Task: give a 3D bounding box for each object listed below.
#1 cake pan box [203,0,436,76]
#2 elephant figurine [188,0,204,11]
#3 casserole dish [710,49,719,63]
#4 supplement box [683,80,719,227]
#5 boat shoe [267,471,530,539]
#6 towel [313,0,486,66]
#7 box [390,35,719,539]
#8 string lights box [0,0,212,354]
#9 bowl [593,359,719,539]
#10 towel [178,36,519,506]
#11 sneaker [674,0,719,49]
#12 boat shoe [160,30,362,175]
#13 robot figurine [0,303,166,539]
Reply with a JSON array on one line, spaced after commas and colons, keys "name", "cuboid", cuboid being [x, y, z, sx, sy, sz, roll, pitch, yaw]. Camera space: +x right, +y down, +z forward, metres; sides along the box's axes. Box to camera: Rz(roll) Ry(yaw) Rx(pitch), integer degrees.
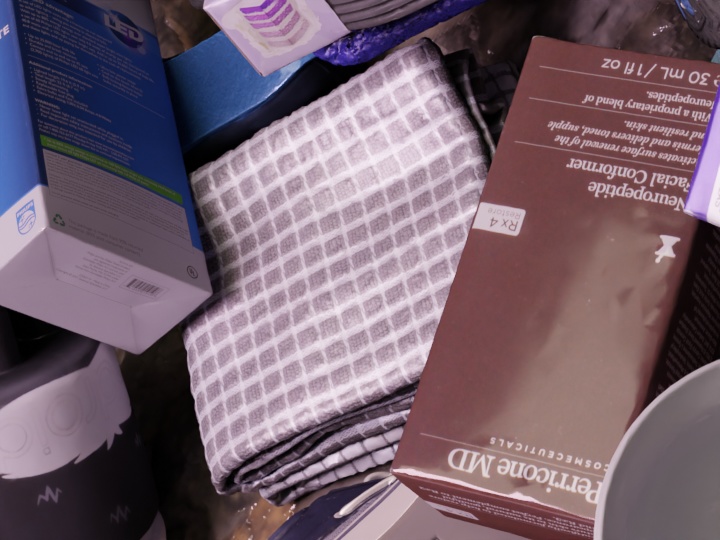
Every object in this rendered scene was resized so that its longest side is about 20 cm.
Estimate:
[{"name": "cake pan box", "cuboid": [0.026, -0.191, 1.040, 0.184, 0.052, 0.200, -26, 34, 27]}, {"name": "elephant figurine", "cuboid": [-0.125, -0.223, 1.224, 0.142, 0.155, 0.200, -51, 46, -3]}, {"name": "casserole dish", "cuboid": [0.241, -0.092, 0.982, 0.200, 0.039, 0.122, -16, 64, 33]}, {"name": "supplement box", "cuboid": [0.242, -0.039, 0.880, 0.200, 0.103, 0.101, 23, 107, 30]}, {"name": "boat shoe", "cuboid": [0.031, 0.105, 1.055, 0.200, 0.075, 0.093, -35, 21, -1]}, {"name": "towel", "cuboid": [0.047, -0.195, 1.110, 0.147, 0.050, 0.200, -25, 33, 37]}, {"name": "box", "cuboid": [0.095, 0.010, 0.964, 0.100, 0.075, 0.201, 11, 76, 27]}, {"name": "string lights box", "cuboid": [-0.142, -0.067, 1.134, 0.059, 0.103, 0.200, -39, 47, 29]}, {"name": "bowl", "cuboid": [0.177, 0.134, 0.885, 0.090, 0.200, 0.202, 106, 153, -56]}, {"name": "towel", "cuboid": [0.000, 0.000, 1.109, 0.200, 0.086, 0.166, -29, 58, 27]}, {"name": "sneaker", "cuboid": [0.156, -0.169, 1.021, 0.077, 0.076, 0.200, -22, 35, 14]}, {"name": "boat shoe", "cuboid": [-0.084, -0.072, 1.217, 0.200, 0.069, 0.084, -15, 73, 35]}, {"name": "robot figurine", "cuboid": [-0.169, 0.094, 1.144, 0.150, 0.201, 0.125, -22, 23, -18]}]
